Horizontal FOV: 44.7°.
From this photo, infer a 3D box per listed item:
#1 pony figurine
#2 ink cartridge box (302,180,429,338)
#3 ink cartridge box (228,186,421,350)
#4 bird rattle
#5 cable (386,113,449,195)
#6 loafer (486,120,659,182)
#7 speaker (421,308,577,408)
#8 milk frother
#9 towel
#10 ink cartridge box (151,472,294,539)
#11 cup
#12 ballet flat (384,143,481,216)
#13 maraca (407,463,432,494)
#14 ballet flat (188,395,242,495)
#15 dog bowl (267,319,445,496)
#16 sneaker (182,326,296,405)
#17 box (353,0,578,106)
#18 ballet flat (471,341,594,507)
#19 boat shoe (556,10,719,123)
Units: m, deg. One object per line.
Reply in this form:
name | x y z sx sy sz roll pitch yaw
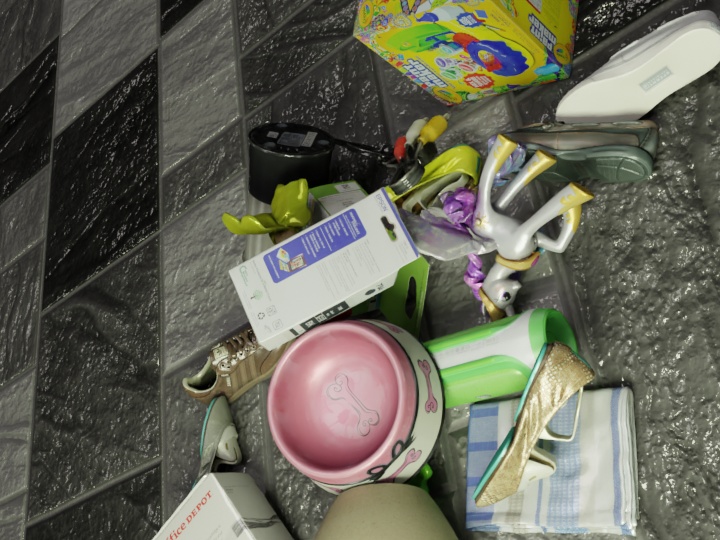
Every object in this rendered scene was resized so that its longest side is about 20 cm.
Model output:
pony figurine | 0.144 -0.050 0.990 0.193 0.166 0.200 39 116 20
ink cartridge box | 0.000 0.000 1.102 0.200 0.076 0.148 51 144 45
ink cartridge box | -0.038 -0.001 0.965 0.200 0.039 0.100 -28 66 4
bird rattle | -0.072 -0.007 1.082 0.113 0.163 0.200 -31 79 -5
cable | 0.052 -0.138 1.073 0.097 0.050 0.200 -28 12 28
loafer | 0.243 -0.142 1.002 0.200 0.072 0.063 10 66 38
speaker | 0.134 0.102 0.970 0.200 0.088 0.089 -21 58 36
milk frother | -0.050 -0.097 1.214 0.200 0.181 0.188 18 122 19
towel | 0.194 0.200 0.913 0.200 0.024 0.147 -14 62 39
ink cartridge box | -0.155 0.373 1.093 0.147 0.083 0.200 -51 57 14
cup | 0.026 0.305 0.904 0.200 0.200 0.143 -27 49 32
ballet flat | 0.072 -0.090 1.131 0.200 0.067 0.067 -33 43 25
maraca | 0.014 0.204 1.025 0.200 0.107 0.137 55 135 27
ballet flat | -0.198 0.279 1.231 0.064 0.067 0.200 10 77 17
dog bowl | -0.014 0.143 0.949 0.200 0.074 0.201 -8 71 24
sneaker | -0.173 0.127 1.257 0.200 0.075 0.070 -45 46 19
box | 0.133 -0.317 1.084 0.192 0.200 0.122 -5 69 43
ballet flat | 0.175 0.167 0.875 0.065 0.071 0.200 25 113 12
boat shoe | 0.308 -0.222 0.977 0.200 0.072 0.069 -36 20 40
